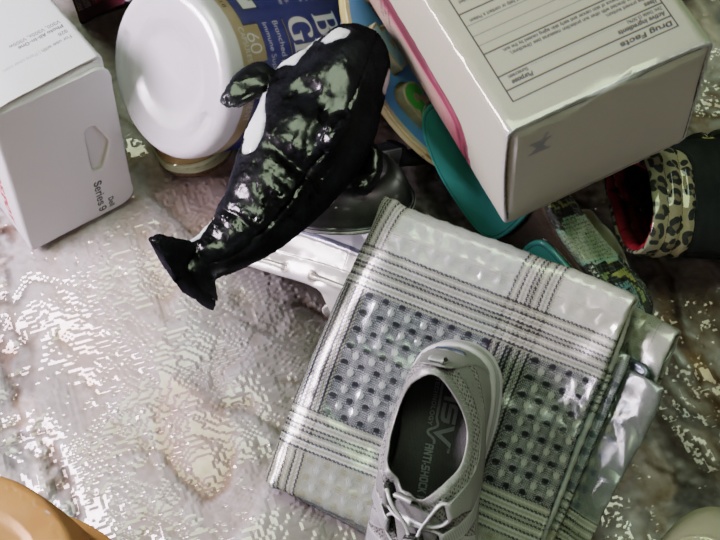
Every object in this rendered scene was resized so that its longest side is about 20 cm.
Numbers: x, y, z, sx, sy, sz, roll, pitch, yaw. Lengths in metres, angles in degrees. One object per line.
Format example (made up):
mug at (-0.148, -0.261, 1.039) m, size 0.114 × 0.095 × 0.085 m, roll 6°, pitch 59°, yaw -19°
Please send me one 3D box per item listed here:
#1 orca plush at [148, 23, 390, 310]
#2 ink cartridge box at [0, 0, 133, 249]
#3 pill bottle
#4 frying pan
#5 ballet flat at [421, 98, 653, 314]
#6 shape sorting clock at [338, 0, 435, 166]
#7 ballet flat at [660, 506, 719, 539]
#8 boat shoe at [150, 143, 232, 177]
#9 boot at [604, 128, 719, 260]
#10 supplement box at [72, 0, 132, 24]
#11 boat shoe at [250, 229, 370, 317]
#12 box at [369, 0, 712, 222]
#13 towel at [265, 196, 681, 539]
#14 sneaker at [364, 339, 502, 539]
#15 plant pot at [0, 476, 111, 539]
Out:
orca plush at (-0.041, -0.074, 0.919) m, size 0.200 × 0.071 × 0.105 m, roll -40°, pitch 93°, yaw -23°
ink cartridge box at (-0.244, -0.135, 1.066) m, size 0.084 × 0.146 × 0.200 m, roll -31°, pitch 59°, yaw -19°
pill bottle at (-0.052, -0.144, 1.053) m, size 0.111 × 0.111 × 0.200 m, roll 41°, pitch 38°, yaw 26°
frying pan at (0.012, -0.061, 1.022) m, size 0.190 × 0.031 × 0.115 m, roll -9°, pitch 33°, yaw -24°
ballet flat at (0.113, -0.034, 0.999) m, size 0.074 × 0.074 × 0.200 m, roll -33°, pitch 91°, yaw -19°
shape sorting clock at (0.065, -0.153, 1.064) m, size 0.039 × 0.200 × 0.200 m, roll -20°, pitch 42°, yaw 42°
ballet flat at (0.172, 0.202, 0.861) m, size 0.069 × 0.070 × 0.200 m, roll 21°, pitch 58°, yaw 16°
boat shoe at (-0.115, -0.160, 1.121) m, size 0.071 × 0.076 × 0.200 m, roll 0°, pitch 55°, yaw 2°
boot at (0.234, -0.084, 1.029) m, size 0.153 × 0.074 × 0.204 m, roll 6°, pitch 57°, yaw -17°
supplement box at (-0.171, -0.235, 1.091) m, size 0.061 × 0.200 × 0.109 m, roll -25°, pitch 102°, yaw -16°
boat shoe at (0.000, 0.000, 1.014) m, size 0.200 × 0.070 × 0.071 m, roll 19°, pitch 17°, yaw 18°
box at (0.092, -0.152, 0.928) m, size 0.128 × 0.109 × 0.200 m, roll -24°, pitch 66°, yaw -9°
towel at (0.062, 0.078, 0.920) m, size 0.200 × 0.035 × 0.193 m, roll 24°, pitch 89°, yaw 17°
sneaker at (0.028, 0.135, 0.870) m, size 0.075 × 0.082 × 0.201 m, roll 4°, pitch 86°, yaw 19°
plant pot at (-0.202, 0.198, 0.836) m, size 0.199 × 0.140 × 0.200 m, roll -1°, pitch 56°, yaw 1°
